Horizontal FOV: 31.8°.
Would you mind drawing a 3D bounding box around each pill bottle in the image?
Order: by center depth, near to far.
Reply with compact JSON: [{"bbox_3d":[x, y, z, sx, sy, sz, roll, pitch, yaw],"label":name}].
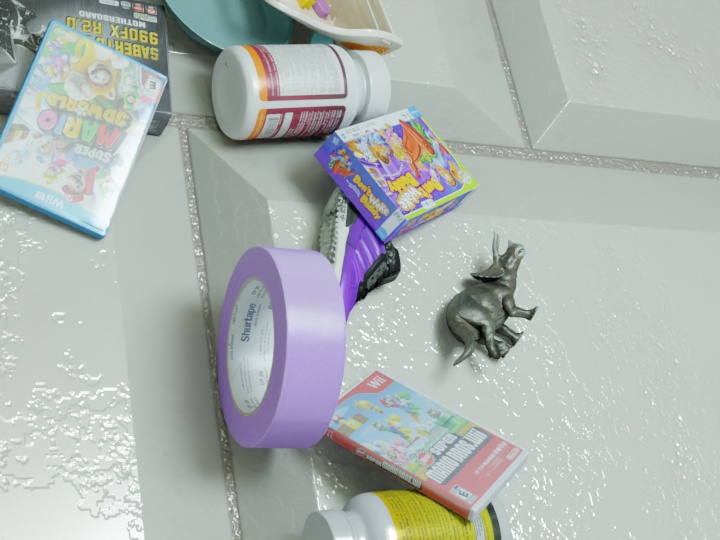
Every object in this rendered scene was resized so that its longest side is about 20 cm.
[{"bbox_3d":[0.045,0.279,1.283,0.198,0.113,0.114,1,61,-28],"label":"pill bottle"},{"bbox_3d":[-0.070,-0.217,1.520,0.198,0.110,0.111,-7,65,-31],"label":"pill bottle"}]

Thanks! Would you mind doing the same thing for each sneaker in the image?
[{"bbox_3d":[0.000,0.000,1.454,0.099,0.070,0.202,20,55,-18],"label":"sneaker"}]

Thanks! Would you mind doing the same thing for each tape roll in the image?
[{"bbox_3d":[-0.083,0.078,1.279,0.065,0.200,0.202,5,60,-24],"label":"tape roll"}]

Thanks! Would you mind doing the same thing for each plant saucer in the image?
[{"bbox_3d":[-0.175,-0.338,1.570,0.198,0.036,0.202,21,50,-27],"label":"plant saucer"}]

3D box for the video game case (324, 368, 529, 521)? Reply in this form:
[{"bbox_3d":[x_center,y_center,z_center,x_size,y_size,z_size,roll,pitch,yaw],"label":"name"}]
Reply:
[{"bbox_3d":[0.065,0.179,1.338,0.199,0.018,0.143,27,29,21],"label":"video game case"}]

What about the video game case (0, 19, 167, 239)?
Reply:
[{"bbox_3d":[-0.307,-0.154,1.371,0.142,0.018,0.202,25,71,-20],"label":"video game case"}]

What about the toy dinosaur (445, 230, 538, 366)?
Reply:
[{"bbox_3d":[0.144,0.054,1.509,0.102,0.077,0.200,37,56,12],"label":"toy dinosaur"}]

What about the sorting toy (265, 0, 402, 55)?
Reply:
[{"bbox_3d":[-0.065,-0.354,1.572,0.179,0.106,0.202,8,55,-49],"label":"sorting toy"}]

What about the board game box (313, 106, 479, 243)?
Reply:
[{"bbox_3d":[0.048,-0.120,1.526,0.135,0.045,0.200,51,33,8],"label":"board game box"}]

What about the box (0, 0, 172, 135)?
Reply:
[{"bbox_3d":[-0.320,-0.244,1.444,0.198,0.048,0.160,6,59,-24],"label":"box"}]
